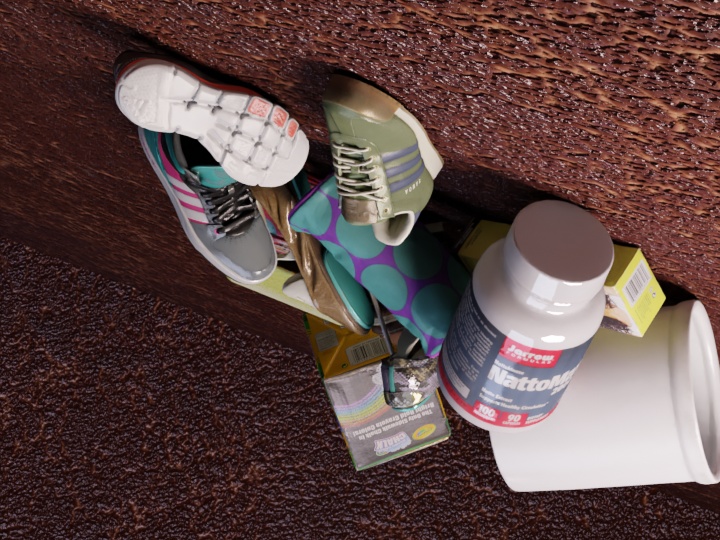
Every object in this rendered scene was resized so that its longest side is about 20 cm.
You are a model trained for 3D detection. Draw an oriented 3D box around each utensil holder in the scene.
[{"bbox_3d":[0.235,0.125,1.584,0.198,0.172,0.170,-7,161,20],"label":"utensil holder"}]

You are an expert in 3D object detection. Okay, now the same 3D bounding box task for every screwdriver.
[{"bbox_3d":[0.000,0.000,1.642,0.029,0.202,0.028,-14,-169,0],"label":"screwdriver"}]

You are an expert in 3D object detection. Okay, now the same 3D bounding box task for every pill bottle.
[{"bbox_3d":[0.145,0.039,1.437,0.118,0.120,0.201,21,138,2],"label":"pill bottle"}]

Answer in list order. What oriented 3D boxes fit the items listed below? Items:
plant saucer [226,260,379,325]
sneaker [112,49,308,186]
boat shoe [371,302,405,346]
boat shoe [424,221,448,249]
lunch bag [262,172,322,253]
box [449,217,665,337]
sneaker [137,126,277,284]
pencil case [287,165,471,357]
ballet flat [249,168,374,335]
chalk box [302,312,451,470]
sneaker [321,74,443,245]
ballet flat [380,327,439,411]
[{"bbox_3d":[-0.068,-0.006,1.871,0.198,0.048,0.200,22,-161,-2],"label":"plant saucer"},{"bbox_3d":[-0.130,-0.144,1.449,0.199,0.077,0.082,28,-164,-34],"label":"sneaker"},{"bbox_3d":[0.063,0.059,1.753,0.074,0.076,0.202,-18,179,18],"label":"boat shoe"},{"bbox_3d":[0.043,-0.009,1.743,0.073,0.064,0.201,-15,-179,-16],"label":"boat shoe"},{"bbox_3d":[-0.096,-0.062,1.753,0.198,0.083,0.176,23,172,-12],"label":"lunch bag"},{"bbox_3d":[0.180,0.004,1.534,0.199,0.050,0.075,13,149,46],"label":"box"},{"bbox_3d":[-0.128,-0.081,1.558,0.201,0.083,0.121,56,158,-8],"label":"sneaker"},{"bbox_3d":[0.027,-0.011,1.567,0.200,0.085,0.092,44,138,-2],"label":"pencil case"},{"bbox_3d":[-0.058,-0.018,1.646,0.072,0.202,0.068,-23,-167,20],"label":"ballet flat"},{"bbox_3d":[0.025,0.138,1.937,0.124,0.123,0.201,-110,1,-49],"label":"chalk box"},{"bbox_3d":[0.012,-0.080,1.344,0.066,0.091,0.200,18,171,24],"label":"sneaker"},{"bbox_3d":[0.081,0.066,1.659,0.071,0.073,0.200,17,-147,24],"label":"ballet flat"}]
